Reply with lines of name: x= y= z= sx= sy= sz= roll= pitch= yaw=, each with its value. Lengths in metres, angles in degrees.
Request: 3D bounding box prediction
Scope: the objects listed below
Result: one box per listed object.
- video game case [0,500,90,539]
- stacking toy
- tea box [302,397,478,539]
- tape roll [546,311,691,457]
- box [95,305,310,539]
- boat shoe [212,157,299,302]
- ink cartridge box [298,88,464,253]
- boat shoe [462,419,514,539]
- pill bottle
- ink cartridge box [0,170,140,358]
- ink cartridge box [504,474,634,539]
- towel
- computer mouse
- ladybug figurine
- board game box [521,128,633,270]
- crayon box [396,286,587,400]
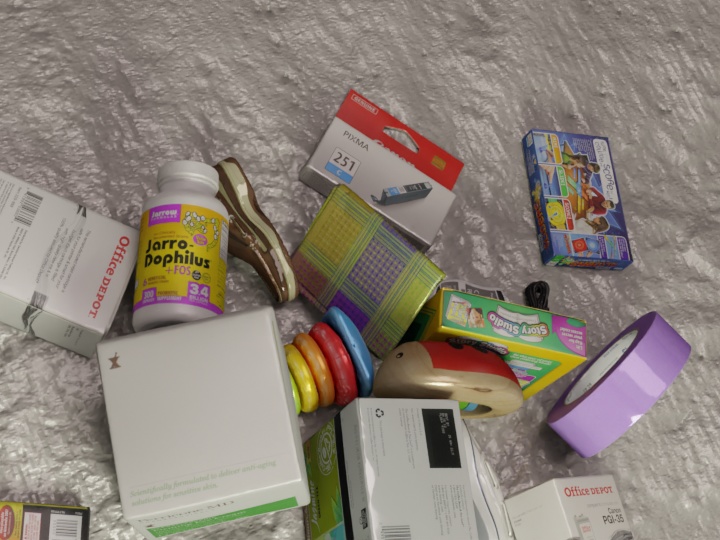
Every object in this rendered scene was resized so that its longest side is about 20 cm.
video game case: x=-0.382 y=0.344 z=1.430 sx=0.179 sy=0.026 sz=0.202 roll=8 pitch=64 yaw=-20
stacking toy: x=-0.091 y=0.137 z=1.622 sx=0.198 sy=0.110 sz=0.117 roll=-23 pitch=78 yaw=-19
tea box: x=0.028 y=0.270 z=1.543 sx=0.132 sy=0.197 sz=0.202 roll=3 pitch=64 yaw=-23
tape roll: x=0.330 y=0.146 z=1.733 sx=0.066 sy=0.200 sz=0.200 roll=43 pitch=57 yaw=2
box: x=-0.168 y=0.170 z=1.483 sx=0.197 sy=0.172 sz=0.202 roll=-12 pitch=71 yaw=-3
boat shoe: x=-0.149 y=-0.040 z=1.696 sx=0.074 sy=0.075 sz=0.203 roll=-25 pitch=71 yaw=-17
ink cartridge box: x=0.039 y=-0.143 z=1.836 sx=0.199 sy=0.045 sz=0.177 roll=32 pitch=59 yaw=-7
boat shoe: x=0.136 y=0.262 z=1.678 sx=0.065 sy=0.073 sz=0.202 roll=2 pitch=66 yaw=-42
pill bottle: x=-0.205 y=-0.021 z=1.560 sx=0.103 sy=0.104 sz=0.202 roll=9 pitch=66 yaw=-19
ink cartridge box: x=-0.370 y=-0.007 z=1.567 sx=0.198 sy=0.084 sz=0.147 roll=25 pitch=58 yaw=-11
ink cartridge box: x=0.271 y=0.356 z=1.649 sx=0.146 sy=0.082 sz=0.202 roll=6 pitch=61 yaw=-49
towel: x=0.000 y=0.000 z=1.673 sx=0.200 sy=0.144 sz=0.023 roll=40 pitch=15 yaw=26
computer mouse: x=0.168 y=0.055 z=1.801 sx=0.198 sy=0.044 sz=0.111 roll=9 pitch=67 yaw=-26
ladybug figurine: x=0.107 y=0.130 z=1.609 sx=0.198 sy=0.135 sz=0.073 roll=12 pitch=69 yaw=-28
board game box: x=0.311 y=-0.102 z=1.939 sx=0.134 sy=0.034 sz=0.202 roll=4 pitch=65 yaw=-23
crayon box: x=0.156 y=0.097 z=1.696 sx=0.198 sy=0.173 sz=0.059 roll=13 pitch=61 yaw=-18
